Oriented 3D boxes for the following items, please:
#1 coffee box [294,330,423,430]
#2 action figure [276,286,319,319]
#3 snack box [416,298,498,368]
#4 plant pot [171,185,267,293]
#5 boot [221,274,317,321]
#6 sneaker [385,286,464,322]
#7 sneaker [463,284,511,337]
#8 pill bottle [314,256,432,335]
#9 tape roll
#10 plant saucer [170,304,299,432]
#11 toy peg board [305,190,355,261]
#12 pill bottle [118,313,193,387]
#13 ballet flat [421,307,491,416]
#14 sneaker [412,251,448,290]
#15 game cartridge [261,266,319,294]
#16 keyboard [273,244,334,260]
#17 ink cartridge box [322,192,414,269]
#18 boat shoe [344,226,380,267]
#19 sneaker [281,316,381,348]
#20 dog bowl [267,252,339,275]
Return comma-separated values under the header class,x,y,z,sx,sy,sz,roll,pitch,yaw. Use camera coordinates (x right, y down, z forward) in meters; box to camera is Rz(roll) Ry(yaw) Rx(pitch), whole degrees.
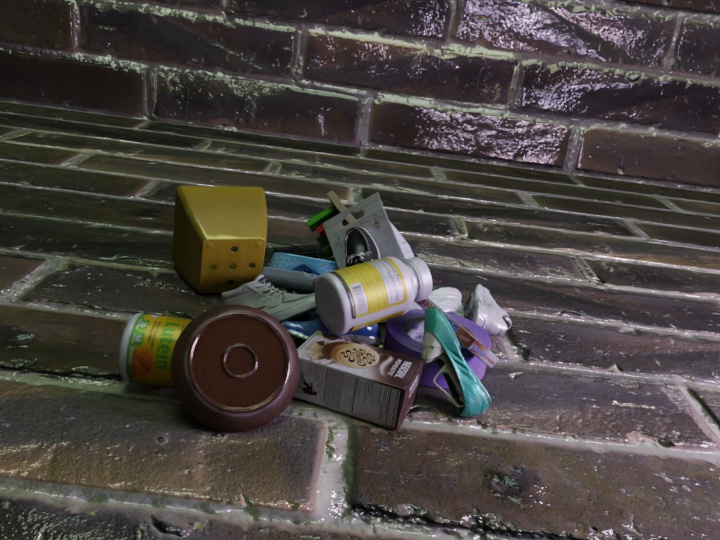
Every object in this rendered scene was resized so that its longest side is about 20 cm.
class,x,y,z,sx,sy,sz,roll,pitch,yaw
coffee box,-0.008,0.178,1.122,0.199,0.080,0.113,14,21,16
action figure,-0.081,0.087,1.351,0.199,0.070,0.130,20,13,-10
snack box,0.169,0.105,1.221,0.072,0.024,0.200,40,2,-33
plant pot,-0.301,-0.057,1.490,0.199,0.201,0.177,-2,34,-23
boot,-0.169,0.051,1.259,0.199,0.096,0.074,-18,-4,12
sneaker,0.130,0.087,1.420,0.199,0.075,0.087,-7,48,-11
sneaker,0.277,0.097,1.460,0.099,0.078,0.200,25,22,-1
pill bottle,0.027,0.038,1.211,0.199,0.112,0.111,-15,29,-28
tape roll,0.144,0.145,1.282,0.199,0.066,0.200,7,21,-3
plant saucer,-0.187,0.142,1.031,0.199,0.202,0.035,7,-24,-17
toy peg board,-0.032,-0.049,1.590,0.098,0.200,0.199,-33,40,-2
pill bottle,-0.276,0.136,1.093,0.198,0.112,0.111,7,21,-1
ballet flat,0.145,0.157,1.138,0.070,0.067,0.201,-23,75,-22
sneaker,0.153,0.029,1.589,0.115,0.076,0.200,13,32,-1
game cartridge,-0.120,0.029,1.413,0.133,0.041,0.200,11,-5,22
keyboard,-0.118,-0.047,1.745,0.199,0.021,0.127,-7,25,-31
ink cartridge box,0.022,-0.042,1.441,0.160,0.201,0.047,-26,-9,30
boat shoe,0.000,0.000,1.373,0.073,0.201,0.060,-15,-18,23
sneaker,-0.058,0.103,1.257,0.199,0.090,0.079,3,-20,-25
dog bowl,-0.113,-0.001,1.523,0.199,0.050,0.111,10,-6,6
